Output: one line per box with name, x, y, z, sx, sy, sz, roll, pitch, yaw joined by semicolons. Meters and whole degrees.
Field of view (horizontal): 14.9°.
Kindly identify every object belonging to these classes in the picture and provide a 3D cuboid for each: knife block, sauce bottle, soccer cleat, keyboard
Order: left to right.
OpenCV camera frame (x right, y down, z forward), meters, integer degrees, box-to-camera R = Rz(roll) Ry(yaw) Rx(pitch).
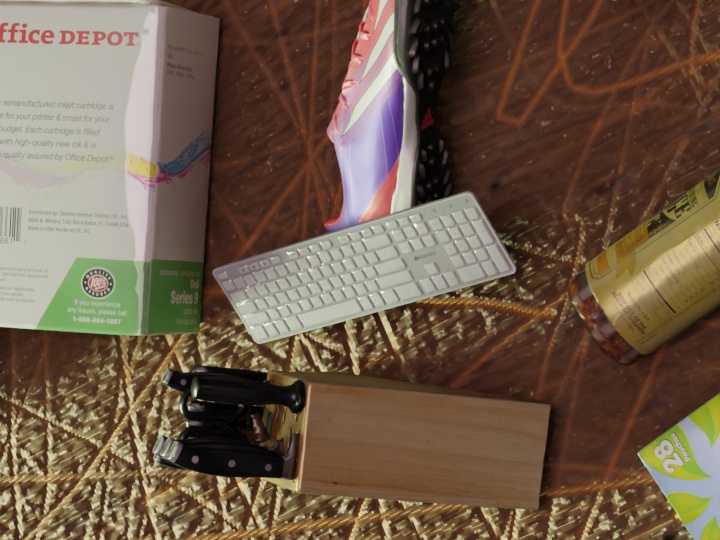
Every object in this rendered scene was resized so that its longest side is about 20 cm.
knife block;-0.012;0.095;1.562;0.199;0.175;0.064;8;93;23
keyboard;0.000;0.000;1.612;0.199;0.011;0.056;-16;109;37
soccer cleat;0.013;-0.106;1.598;0.073;0.068;0.201;9;110;25
sauce bottle;0.209;-0.025;1.532;0.200;0.066;0.066;-36;75;16

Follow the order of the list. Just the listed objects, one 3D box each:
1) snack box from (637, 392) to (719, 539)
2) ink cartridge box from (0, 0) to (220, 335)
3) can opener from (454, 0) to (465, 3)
snack box;0.276;0.134;1.494;0.168;0.068;0.200;-37;74;18
ink cartridge box;-0.171;-0.064;1.685;0.145;0.087;0.201;3;92;23
can opener;0.100;-0.187;1.597;0.199;0.053;0.067;6;125;25
